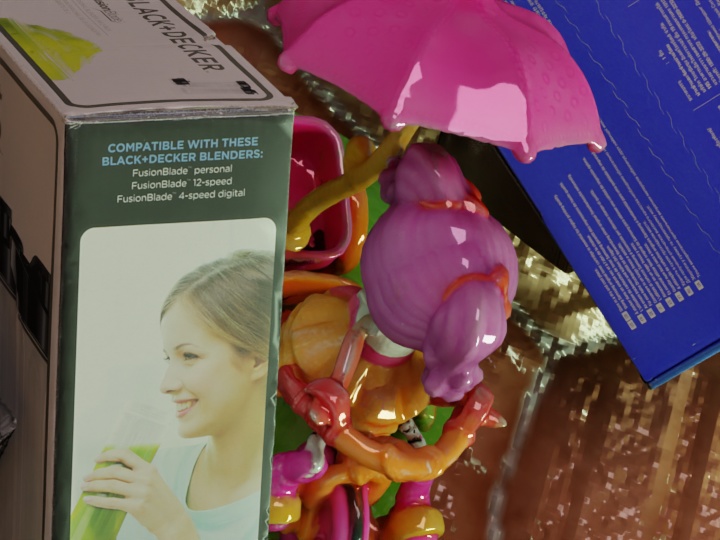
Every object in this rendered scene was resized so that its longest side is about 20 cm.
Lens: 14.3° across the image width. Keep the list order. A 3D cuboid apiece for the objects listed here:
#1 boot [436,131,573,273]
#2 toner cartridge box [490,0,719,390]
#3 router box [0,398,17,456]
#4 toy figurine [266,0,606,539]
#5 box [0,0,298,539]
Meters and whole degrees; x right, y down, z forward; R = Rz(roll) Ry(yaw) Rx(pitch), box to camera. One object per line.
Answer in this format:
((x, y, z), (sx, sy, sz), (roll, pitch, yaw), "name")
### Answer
((0.126, -0.090, 0.904), (0.185, 0.201, 0.064), (13, 13, 10), "boot")
((0.076, -0.074, 0.869), (0.201, 0.095, 0.043), (57, 22, -4), "toner cartridge box")
((-0.184, 0.009, 0.763), (0.062, 0.150, 0.200), (-32, 78, -31), "router box")
((0.000, 0.000, 0.809), (0.149, 0.184, 0.201), (2, 65, -22), "toy figurine")
((-0.067, 0.036, 0.750), (0.060, 0.201, 0.117), (-3, 22, -20), "box")
